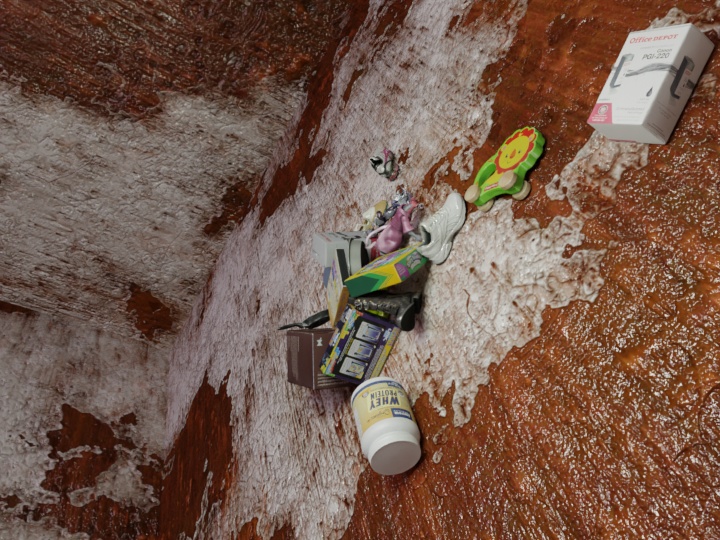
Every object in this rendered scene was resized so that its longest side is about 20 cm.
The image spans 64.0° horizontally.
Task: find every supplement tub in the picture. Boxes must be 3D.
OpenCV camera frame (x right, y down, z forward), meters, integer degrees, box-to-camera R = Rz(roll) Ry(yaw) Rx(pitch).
[{"bbox_3d":[0.062,0.375,1.398,0.145,0.144,0.200,-55,29,23],"label":"supplement tub"}]

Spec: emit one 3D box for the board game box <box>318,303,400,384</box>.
[{"bbox_3d":[-0.001,0.213,1.617,0.201,0.165,0.057,-65,26,6],"label":"board game box"}]

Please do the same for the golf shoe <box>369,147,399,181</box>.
[{"bbox_3d":[0.072,-0.392,2.035,0.073,0.092,0.200,-57,27,22],"label":"golf shoe"}]

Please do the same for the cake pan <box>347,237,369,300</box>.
[{"bbox_3d":[0.000,0.000,1.719,0.036,0.201,0.201,-7,52,9],"label":"cake pan"}]

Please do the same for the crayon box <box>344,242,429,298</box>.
[{"bbox_3d":[0.079,-0.003,1.583,0.172,0.059,0.200,-18,10,36],"label":"crayon box"}]

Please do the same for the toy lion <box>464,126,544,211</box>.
[{"bbox_3d":[0.363,-0.259,1.427,0.200,0.068,0.193,-17,48,58],"label":"toy lion"}]

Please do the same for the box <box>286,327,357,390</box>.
[{"bbox_3d":[-0.114,0.262,1.749,0.200,0.165,0.165,-6,84,61],"label":"box"}]

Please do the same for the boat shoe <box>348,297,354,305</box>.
[{"bbox_3d":[-0.056,0.128,1.851,0.200,0.070,0.064,-82,14,-78],"label":"boat shoe"}]

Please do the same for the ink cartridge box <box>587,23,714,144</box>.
[{"bbox_3d":[0.554,-0.356,1.108,0.201,0.084,0.146,-64,27,4],"label":"ink cartridge box"}]

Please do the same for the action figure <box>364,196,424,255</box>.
[{"bbox_3d":[0.113,-0.146,1.720,0.134,0.148,0.201,-90,20,-49],"label":"action figure"}]

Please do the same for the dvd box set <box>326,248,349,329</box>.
[{"bbox_3d":[-0.066,0.056,1.690,0.201,0.029,0.147,105,160,-46],"label":"dvd box set"}]

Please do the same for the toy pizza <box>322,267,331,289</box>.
[{"bbox_3d":[-0.075,-0.021,2.091,0.200,0.032,0.201,-44,33,40],"label":"toy pizza"}]

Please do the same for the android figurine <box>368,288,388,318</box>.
[{"bbox_3d":[0.028,0.135,1.765,0.182,0.041,0.201,0,70,62],"label":"android figurine"}]

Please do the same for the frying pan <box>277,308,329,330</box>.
[{"bbox_3d":[-0.157,0.158,1.811,0.115,0.189,0.031,-38,71,34],"label":"frying pan"}]

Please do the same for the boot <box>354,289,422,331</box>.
[{"bbox_3d":[0.065,0.100,1.535,0.200,0.173,0.070,-45,-44,-64],"label":"boot"}]

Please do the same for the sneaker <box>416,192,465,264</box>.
[{"bbox_3d":[0.213,-0.124,1.550,0.078,0.099,0.201,15,83,63],"label":"sneaker"}]

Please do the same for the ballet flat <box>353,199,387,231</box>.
[{"bbox_3d":[0.024,-0.159,1.976,0.201,0.063,0.069,-63,26,9],"label":"ballet flat"}]

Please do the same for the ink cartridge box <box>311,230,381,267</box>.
[{"bbox_3d":[-0.044,-0.073,1.869,0.145,0.199,0.084,-144,53,-62],"label":"ink cartridge box"}]

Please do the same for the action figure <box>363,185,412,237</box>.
[{"bbox_3d":[0.082,-0.174,1.825,0.200,0.069,0.130,-43,12,6],"label":"action figure"}]
